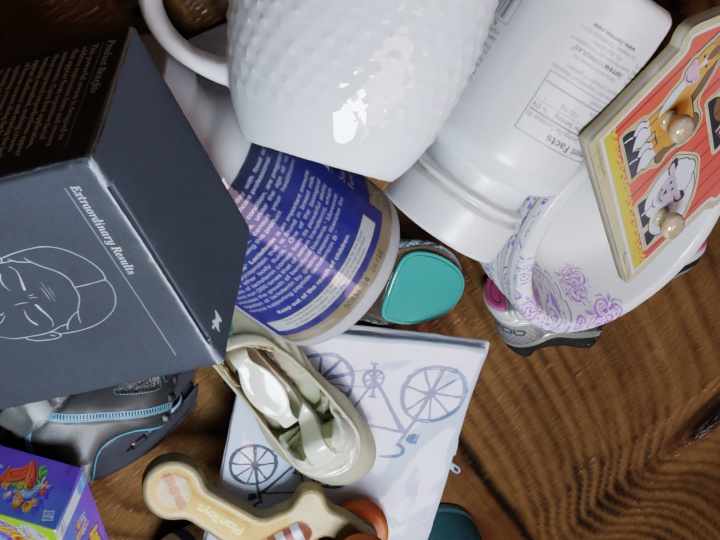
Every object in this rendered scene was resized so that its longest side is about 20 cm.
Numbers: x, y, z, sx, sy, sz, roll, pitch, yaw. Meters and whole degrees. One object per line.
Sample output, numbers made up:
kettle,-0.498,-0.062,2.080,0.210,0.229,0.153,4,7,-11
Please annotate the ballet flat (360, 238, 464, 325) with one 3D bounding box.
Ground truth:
ballet flat,0.000,0.000,1.149,0.199,0.074,0.075,3,129,-55

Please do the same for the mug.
mug,-0.025,-0.152,0.875,0.148,0.198,0.178,-45,150,-85

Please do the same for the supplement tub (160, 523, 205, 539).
supplement tub,-0.055,0.248,1.308,0.198,0.145,0.145,-22,142,-20

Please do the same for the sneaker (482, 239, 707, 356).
sneaker,0.192,0.013,1.325,0.198,0.074,0.088,-22,142,-13

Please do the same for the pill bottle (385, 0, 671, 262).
pill bottle,0.105,-0.112,1.059,0.114,0.114,0.201,18,110,-49

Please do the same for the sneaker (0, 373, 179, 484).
sneaker,-0.142,0.056,1.052,0.199,0.073,0.082,-39,105,-14

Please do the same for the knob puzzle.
knob puzzle,0.241,-0.100,1.098,0.218,0.030,0.221,-30,140,-28

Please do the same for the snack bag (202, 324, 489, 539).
snack bag,-0.012,0.130,1.204,0.186,0.021,0.202,5,116,-17

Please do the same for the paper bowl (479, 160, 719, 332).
paper bowl,0.171,-0.061,1.198,0.199,0.105,0.202,-22,141,-19

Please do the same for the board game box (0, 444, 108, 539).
board game box,-0.237,0.177,1.071,0.201,0.133,0.045,87,20,-57

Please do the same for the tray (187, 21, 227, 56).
tray,-0.016,-0.139,1.026,0.198,0.022,0.108,-27,142,-15

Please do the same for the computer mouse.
computer mouse,-0.153,0.083,1.128,0.198,0.046,0.141,-24,142,-18

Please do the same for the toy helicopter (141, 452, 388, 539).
toy helicopter,-0.078,0.204,1.177,0.199,0.079,0.133,33,102,-12

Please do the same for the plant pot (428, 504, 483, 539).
plant pot,0.072,0.356,1.496,0.198,0.188,0.201,-23,141,-20

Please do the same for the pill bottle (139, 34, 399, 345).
pill bottle,-0.078,-0.047,0.968,0.116,0.116,0.199,-45,127,11

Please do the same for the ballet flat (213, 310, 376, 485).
ballet flat,-0.046,0.099,1.124,0.069,0.070,0.201,-37,123,0

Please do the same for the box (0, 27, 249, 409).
box,-0.182,-0.018,0.849,0.198,0.108,0.149,-11,132,19
